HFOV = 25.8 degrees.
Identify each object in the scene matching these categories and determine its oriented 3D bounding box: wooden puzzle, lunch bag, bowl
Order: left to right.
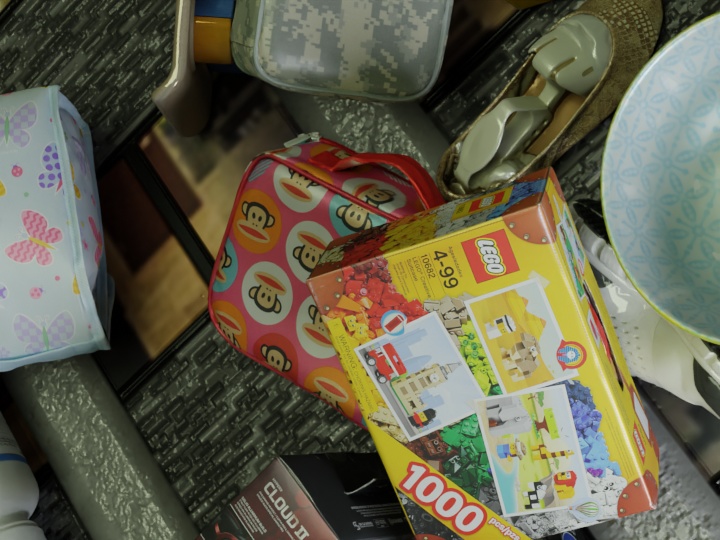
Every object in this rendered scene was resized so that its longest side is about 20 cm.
[{"bbox_3d":[-0.282,-0.019,1.192,0.169,0.127,0.200,-13,72,1],"label":"lunch bag"},{"bbox_3d":[-0.102,-0.202,1.117,0.046,0.185,0.200,8,86,0],"label":"wooden puzzle"},{"bbox_3d":[-0.017,-0.219,1.064,0.168,0.139,0.200,-146,62,-69],"label":"lunch bag"},{"bbox_3d":[0.000,0.000,1.054,0.200,0.082,0.176,31,119,24],"label":"lunch bag"},{"bbox_3d":[0.252,-0.050,0.931,0.200,0.108,0.200,-3,83,28],"label":"bowl"}]

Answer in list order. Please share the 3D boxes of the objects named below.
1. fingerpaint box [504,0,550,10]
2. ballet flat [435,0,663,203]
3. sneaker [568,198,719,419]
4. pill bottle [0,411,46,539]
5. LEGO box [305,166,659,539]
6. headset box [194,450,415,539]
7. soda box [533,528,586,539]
[{"bbox_3d":[0.153,-0.293,1.032,0.167,0.073,0.200,-13,78,26],"label":"fingerpaint box"},{"bbox_3d":[0.121,-0.111,1.034,0.071,0.065,0.200,43,104,28],"label":"ballet flat"},{"bbox_3d":[0.190,0.044,0.987,0.200,0.074,0.080,48,121,29],"label":"sneaker"},{"bbox_3d":[-0.319,0.157,1.221,0.112,0.112,0.200,-40,67,19],"label":"pill bottle"},{"bbox_3d":[0.077,0.059,0.947,0.149,0.077,0.200,-18,106,18],"label":"LEGO box"},{"bbox_3d":[-0.048,0.198,1.046,0.200,0.149,0.075,-46,66,17],"label":"headset box"},{"bbox_3d":[0.059,0.229,1.027,0.200,0.071,0.063,-34,75,22],"label":"soda box"}]
